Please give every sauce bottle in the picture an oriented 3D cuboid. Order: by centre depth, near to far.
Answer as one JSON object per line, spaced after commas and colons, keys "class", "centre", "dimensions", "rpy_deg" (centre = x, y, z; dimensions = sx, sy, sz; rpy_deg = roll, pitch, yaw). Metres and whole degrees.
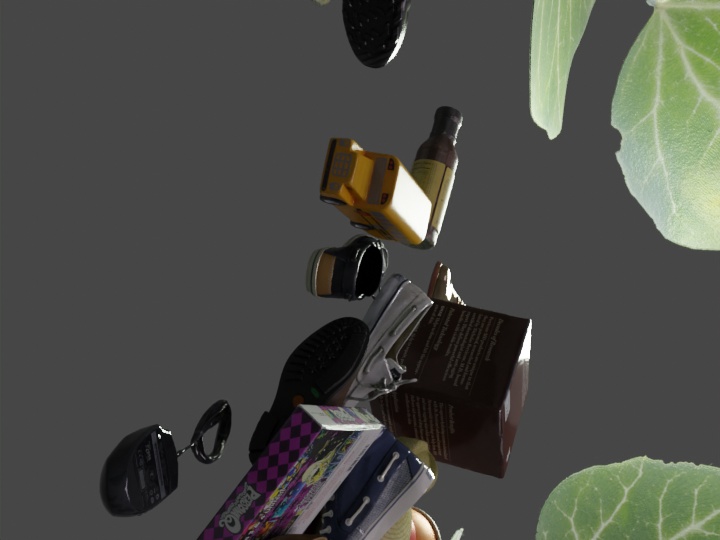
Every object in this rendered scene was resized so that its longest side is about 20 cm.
{"class": "sauce bottle", "centre": [0.100, -0.130, 1.217], "dimensions": [0.065, 0.063, 0.204], "rpy_deg": [59, 46, -62]}

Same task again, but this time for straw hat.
{"class": "straw hat", "centre": [0.053, 0.256, 1.124], "dimensions": [0.202, 0.084, 0.203], "rpy_deg": [50, 25, -34]}

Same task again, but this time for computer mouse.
{"class": "computer mouse", "centre": [-0.154, 0.145, 0.707], "dimensions": [0.200, 0.033, 0.060], "rpy_deg": [-18, 101, -74]}

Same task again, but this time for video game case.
{"class": "video game case", "centre": [-0.073, 0.215, 0.829], "dimensions": [0.201, 0.036, 0.181], "rpy_deg": [-53, 160, 5]}

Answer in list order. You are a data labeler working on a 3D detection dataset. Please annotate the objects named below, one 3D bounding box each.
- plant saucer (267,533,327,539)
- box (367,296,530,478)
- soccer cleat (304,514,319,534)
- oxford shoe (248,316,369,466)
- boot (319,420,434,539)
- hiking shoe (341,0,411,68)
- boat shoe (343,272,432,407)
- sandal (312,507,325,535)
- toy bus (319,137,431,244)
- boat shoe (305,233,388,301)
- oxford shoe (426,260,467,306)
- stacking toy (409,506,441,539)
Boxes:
{"class": "plant saucer", "centre": [-0.110, 0.313, 0.811], "dimensions": [0.200, 0.035, 0.201], "rpy_deg": [-43, 159, -21]}
{"class": "box", "centre": [0.128, 0.161, 1.251], "dimensions": [0.168, 0.196, 0.166], "rpy_deg": [81, 28, -45]}
{"class": "soccer cleat", "centre": [-0.046, 0.325, 1.057], "dimensions": [0.070, 0.085, 0.201], "rpy_deg": [-55, 128, -27]}
{"class": "oxford shoe", "centre": [-0.051, 0.139, 0.936], "dimensions": [0.202, 0.072, 0.085], "rpy_deg": [-56, 155, -24]}
{"class": "boot", "centre": [-0.019, 0.258, 0.932], "dimensions": [0.200, 0.090, 0.073], "rpy_deg": [-45, 176, -9]}
{"class": "hiking shoe", "centre": [0.033, -0.315, 0.913], "dimensions": [0.100, 0.074, 0.205], "rpy_deg": [-28, 125, -61]}
{"class": "boat shoe", "centre": [0.025, 0.112, 1.025], "dimensions": [0.205, 0.085, 0.074], "rpy_deg": [-60, 165, 6]}
{"class": "sandal", "centre": [-0.013, 0.261, 0.988], "dimensions": [0.079, 0.053, 0.205], "rpy_deg": [13, 81, -39]}
{"class": "toy bus", "centre": [0.019, -0.085, 0.991], "dimensions": [0.200, 0.077, 0.067], "rpy_deg": [35, 68, -69]}
{"class": "boat shoe", "centre": [0.000, 0.000, 1.010], "dimensions": [0.199, 0.061, 0.077], "rpy_deg": [-13, 111, -71]}
{"class": "oxford shoe", "centre": [0.153, 0.057, 1.448], "dimensions": [0.202, 0.073, 0.071], "rpy_deg": [73, 34, -53]}
{"class": "stacking toy", "centre": [0.014, 0.353, 1.185], "dimensions": [0.201, 0.143, 0.148], "rpy_deg": [54, 48, -42]}
